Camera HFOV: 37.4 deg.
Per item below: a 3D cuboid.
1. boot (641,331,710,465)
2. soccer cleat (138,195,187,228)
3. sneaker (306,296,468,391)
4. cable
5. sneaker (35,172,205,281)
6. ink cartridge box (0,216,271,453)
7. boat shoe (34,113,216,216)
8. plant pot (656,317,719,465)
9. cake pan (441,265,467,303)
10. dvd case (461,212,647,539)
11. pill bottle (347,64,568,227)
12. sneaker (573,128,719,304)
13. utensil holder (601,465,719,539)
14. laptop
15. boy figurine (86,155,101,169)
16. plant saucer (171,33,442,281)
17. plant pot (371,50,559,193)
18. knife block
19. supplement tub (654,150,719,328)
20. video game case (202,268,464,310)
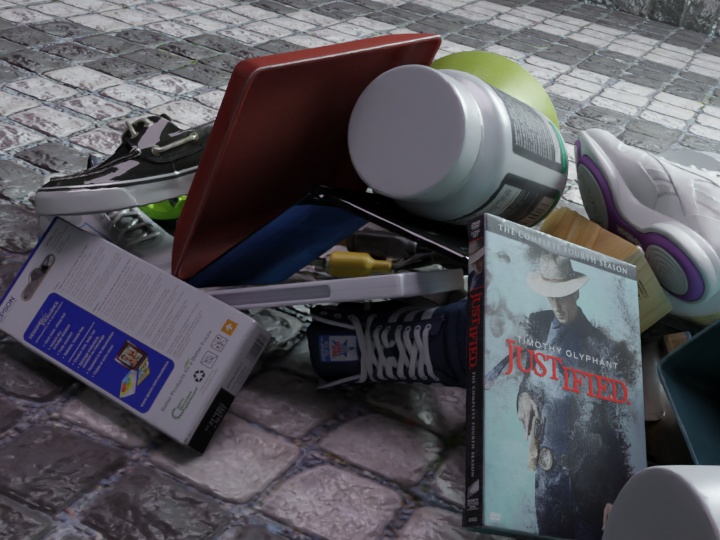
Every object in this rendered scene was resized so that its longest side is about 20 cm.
[{"bbox_3d":[0.211,0.126,0.791,0.096,0.075,0.200,-9,31,15],"label":"boot"},{"bbox_3d":[-0.120,-0.056,0.947,0.199,0.068,0.081,13,-10,-16],"label":"soccer cleat"},{"bbox_3d":[0.029,0.056,0.773,0.108,0.071,0.200,-6,4,-23],"label":"sneaker"},{"bbox_3d":[0.055,-0.006,0.967,0.199,0.051,0.097,10,11,23],"label":"cable"},{"bbox_3d":[-0.204,-0.034,0.863,0.199,0.087,0.075,16,27,35],"label":"sneaker"},{"bbox_3d":[-0.166,0.041,0.751,0.199,0.095,0.037,26,-12,25],"label":"ink cartridge box"},{"bbox_3d":[-0.158,-0.087,0.819,0.199,0.064,0.071,-18,12,-33],"label":"boat shoe"},{"bbox_3d":[0.333,0.108,0.710,0.199,0.141,0.142,22,40,-33],"label":"plant pot"},{"bbox_3d":[0.169,0.026,0.988,0.199,0.037,0.201,9,25,-4],"label":"cake pan"},{"bbox_3d":[0.128,0.075,0.691,0.145,0.022,0.201,17,64,-30],"label":"dvd case"},{"bbox_3d":[0.079,-0.092,0.826,0.113,0.114,0.200,26,9,28],"label":"pill bottle"},{"bbox_3d":[0.248,-0.053,0.861,0.099,0.075,0.200,-23,48,-11],"label":"sneaker"},{"bbox_3d":[0.242,0.181,0.540,0.198,0.171,0.170,5,25,-10],"label":"utensil holder"},{"bbox_3d":[0.000,0.000,0.835,0.199,0.117,0.187,25,10,18],"label":"laptop"},{"bbox_3d":[-0.166,-0.079,1.038,0.199,0.065,0.124,0,27,-25],"label":"boy figurine"},{"bbox_3d":[-0.049,-0.094,0.801,0.199,0.200,0.037,-21,60,-44],"label":"plant saucer"},{"bbox_3d":[0.088,-0.108,1.057,0.186,0.188,0.200,18,26,15],"label":"plant pot"},{"bbox_3d":[0.145,0.043,0.844,0.175,0.064,0.200,-35,22,-1],"label":"knife block"},{"bbox_3d":[0.315,-0.025,0.964,0.145,0.146,0.200,30,8,34],"label":"supplement tub"},{"bbox_3d":[-0.036,0.017,0.806,0.199,0.018,0.143,-5,0,23],"label":"video game case"}]
